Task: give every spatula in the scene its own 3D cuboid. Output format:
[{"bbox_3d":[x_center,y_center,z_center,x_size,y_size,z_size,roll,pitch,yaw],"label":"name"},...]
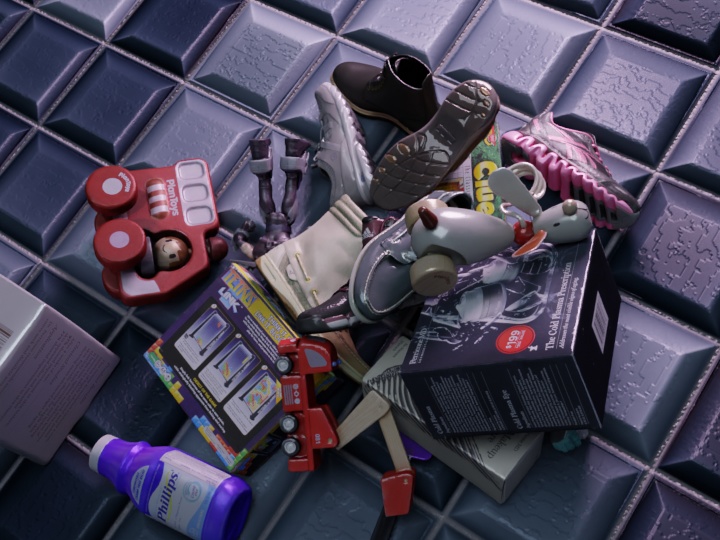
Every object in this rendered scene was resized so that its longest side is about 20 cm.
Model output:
[{"bbox_3d":[0.041,0.249,1.117,0.056,0.021,0.200,15,71,14],"label":"spatula"}]

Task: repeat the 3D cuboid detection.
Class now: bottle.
[{"bbox_3d":[-0.226,0.250,1.153,0.200,0.065,0.084,20,97,21],"label":"bottle"}]

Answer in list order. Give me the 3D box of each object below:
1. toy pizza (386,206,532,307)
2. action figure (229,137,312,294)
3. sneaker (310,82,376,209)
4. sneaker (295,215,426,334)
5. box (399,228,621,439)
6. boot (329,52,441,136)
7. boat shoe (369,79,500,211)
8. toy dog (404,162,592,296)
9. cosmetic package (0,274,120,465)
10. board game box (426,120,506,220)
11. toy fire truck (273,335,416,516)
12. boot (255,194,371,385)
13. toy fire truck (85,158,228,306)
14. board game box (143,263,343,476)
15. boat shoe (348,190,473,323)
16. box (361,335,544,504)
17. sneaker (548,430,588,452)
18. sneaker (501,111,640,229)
[{"bbox_3d":[0.122,-0.036,1.224,0.200,0.032,0.200,-7,63,14],"label":"toy pizza"},{"bbox_3d":[-0.104,-0.069,1.264,0.130,0.069,0.200,2,90,5],"label":"action figure"},{"bbox_3d":[-0.035,-0.165,1.302,0.082,0.075,0.200,-25,58,10],"label":"sneaker"},{"bbox_3d":[0.000,0.000,1.118,0.200,0.076,0.116,-16,92,-37],"label":"sneaker"},{"bbox_3d":[0.162,0.066,1.032,0.182,0.104,0.200,-10,34,28],"label":"box"},{"bbox_3d":[0.033,-0.254,1.290,0.200,0.138,0.078,29,76,25],"label":"boot"},{"bbox_3d":[0.097,-0.145,1.204,0.200,0.072,0.076,-41,76,16],"label":"boat shoe"},{"bbox_3d":[0.130,-0.052,1.009,0.200,0.096,0.132,-29,60,-6],"label":"toy dog"},{"bbox_3d":[-0.439,0.109,1.202,0.166,0.200,0.167,27,74,23],"label":"cosmetic package"},{"bbox_3d":[0.127,-0.090,1.219,0.105,0.023,0.200,-7,63,12],"label":"board game box"},{"bbox_3d":[-0.016,0.169,1.086,0.141,0.049,0.200,-6,88,8],"label":"toy fire truck"},{"bbox_3d":[-0.011,0.022,1.188,0.155,0.072,0.200,-38,81,-6],"label":"boot"},{"bbox_3d":[-0.265,-0.054,1.297,0.168,0.112,0.200,-10,63,-12],"label":"toy fire truck"},{"bbox_3d":[-0.144,0.118,1.191,0.165,0.057,0.200,-44,63,3],"label":"board game box"},{"bbox_3d":[0.059,-0.022,1.082,0.062,0.073,0.200,-17,26,52],"label":"boat shoe"},{"bbox_3d":[0.101,0.165,1.107,0.200,0.068,0.082,31,62,25],"label":"box"},{"bbox_3d":[0.225,0.109,1.115,0.091,0.078,0.200,3,58,22],"label":"sneaker"},{"bbox_3d":[0.272,-0.131,1.216,0.095,0.079,0.200,-40,63,-20],"label":"sneaker"}]
